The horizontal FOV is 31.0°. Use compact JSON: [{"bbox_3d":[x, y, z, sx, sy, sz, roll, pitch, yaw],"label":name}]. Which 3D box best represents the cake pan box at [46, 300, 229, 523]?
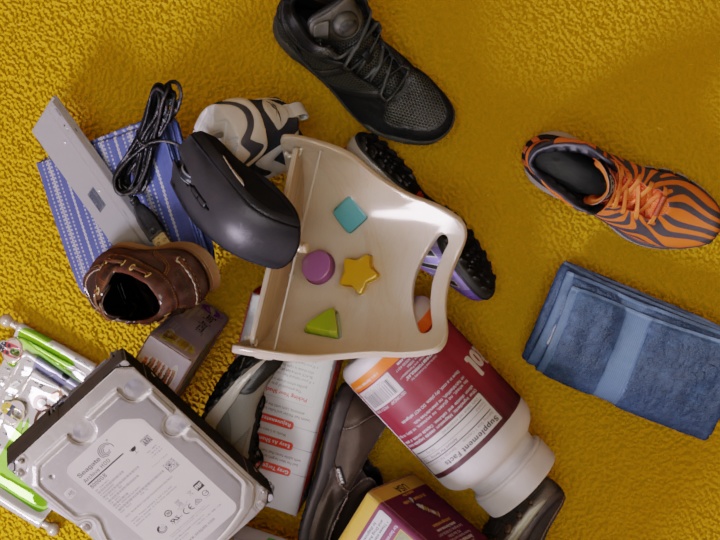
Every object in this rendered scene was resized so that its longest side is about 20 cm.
[{"bbox_3d":[-0.208,0.131,1.225,0.052,0.184,0.201,33,100,1],"label":"cake pan box"}]

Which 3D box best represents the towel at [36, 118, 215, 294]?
[{"bbox_3d":[-0.224,-0.059,1.237,0.199,0.024,0.146,-11,99,40],"label":"towel"}]

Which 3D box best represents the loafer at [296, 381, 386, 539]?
[{"bbox_3d":[-0.013,0.214,1.269,0.070,0.073,0.202,15,100,4],"label":"loafer"}]

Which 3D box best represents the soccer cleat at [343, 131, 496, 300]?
[{"bbox_3d":[0.047,-0.039,1.236,0.200,0.068,0.073,46,117,-1],"label":"soccer cleat"}]

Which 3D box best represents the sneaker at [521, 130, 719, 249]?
[{"bbox_3d":[0.238,-0.065,1.180,0.198,0.112,0.078,20,100,4],"label":"sneaker"}]

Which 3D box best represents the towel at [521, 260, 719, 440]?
[{"bbox_3d":[0.261,0.078,1.231,0.198,0.049,0.113,23,101,3],"label":"towel"}]

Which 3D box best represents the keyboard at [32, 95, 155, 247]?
[{"bbox_3d":[-0.246,-0.072,1.230,0.201,0.011,0.056,53,136,9],"label":"keyboard"}]

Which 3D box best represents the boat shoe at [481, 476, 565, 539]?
[{"bbox_3d":[0.148,0.290,1.270,0.073,0.075,0.201,29,109,-8],"label":"boat shoe"}]

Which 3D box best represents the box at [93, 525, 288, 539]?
[{"bbox_3d":[-0.149,0.311,1.250,0.198,0.101,0.114,13,114,21],"label":"box"}]

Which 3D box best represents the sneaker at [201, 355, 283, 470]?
[{"bbox_3d":[-0.118,0.155,1.220,0.079,0.074,0.201,28,107,-5],"label":"sneaker"}]

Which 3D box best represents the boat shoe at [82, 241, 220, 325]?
[{"bbox_3d":[-0.207,0.015,1.171,0.070,0.199,0.071,-38,105,-34],"label":"boat shoe"}]

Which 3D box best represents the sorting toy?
[{"bbox_3d":[0.000,0.000,1.165,0.178,0.107,0.202,10,79,13],"label":"sorting toy"}]

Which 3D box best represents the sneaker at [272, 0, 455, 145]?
[{"bbox_3d":[0.005,-0.189,1.187,0.199,0.114,0.076,41,85,-2],"label":"sneaker"}]

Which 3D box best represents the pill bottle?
[{"bbox_3d":[0.087,0.131,1.226,0.113,0.113,0.200,-43,92,10],"label":"pill bottle"}]

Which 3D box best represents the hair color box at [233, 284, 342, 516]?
[{"bbox_3d":[-0.079,0.126,1.271,0.100,0.061,0.202,16,99,5],"label":"hair color box"}]

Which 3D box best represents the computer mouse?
[{"bbox_3d":[-0.147,-0.054,1.130,0.200,0.046,0.141,46,125,15],"label":"computer mouse"}]

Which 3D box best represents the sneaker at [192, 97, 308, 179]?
[{"bbox_3d":[-0.117,-0.101,1.238,0.080,0.129,0.200,56,137,18],"label":"sneaker"}]

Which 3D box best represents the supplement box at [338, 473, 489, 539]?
[{"bbox_3d":[0.070,0.306,1.200,0.200,0.103,0.132,39,109,22],"label":"supplement box"}]

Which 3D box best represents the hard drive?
[{"bbox_3d":[-0.188,0.178,1.128,0.139,0.038,0.200,-41,116,2],"label":"hard drive"}]

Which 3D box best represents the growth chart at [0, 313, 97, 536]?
[{"bbox_3d":[-0.332,0.162,1.329,0.143,0.018,0.202,23,101,2],"label":"growth chart"}]
